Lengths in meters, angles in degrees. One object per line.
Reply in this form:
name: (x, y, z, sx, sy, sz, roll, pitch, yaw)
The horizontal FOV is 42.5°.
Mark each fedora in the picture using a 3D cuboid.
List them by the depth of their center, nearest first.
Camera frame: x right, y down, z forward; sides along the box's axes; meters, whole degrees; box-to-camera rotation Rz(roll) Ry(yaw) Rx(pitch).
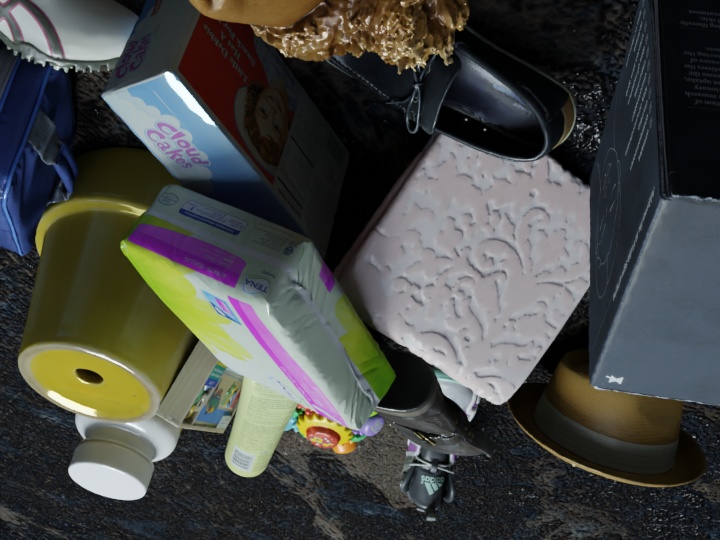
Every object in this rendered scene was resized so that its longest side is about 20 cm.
fedora: (0.245, 0.130, 0.899, 0.198, 0.201, 0.083, 14, 109, -1)

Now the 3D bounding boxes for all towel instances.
towel: (0.096, -0.012, 0.736, 0.199, 0.192, 0.032, 33, -176, -26)

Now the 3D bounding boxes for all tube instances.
tube: (-0.098, 0.145, 0.958, 0.052, 0.058, 0.201, 43, 140, 17)

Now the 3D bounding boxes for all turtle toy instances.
turtle toy: (-0.022, 0.131, 0.998, 0.144, 0.102, 0.200, 24, 142, -15)

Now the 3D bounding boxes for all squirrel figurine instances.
squirrel figurine: (-0.004, -0.212, 0.535, 0.184, 0.143, 0.200, -19, 139, 20)

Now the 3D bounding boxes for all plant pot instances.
plant pot: (-0.215, 0.024, 0.844, 0.198, 0.191, 0.202, 9, 143, 7)

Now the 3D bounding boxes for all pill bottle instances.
pill bottle: (-0.235, 0.132, 0.982, 0.110, 0.202, 0.112, 8, 143, 6)

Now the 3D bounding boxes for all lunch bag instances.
lunch bag: (-0.295, -0.096, 0.734, 0.131, 0.138, 0.200, 19, 164, -8)

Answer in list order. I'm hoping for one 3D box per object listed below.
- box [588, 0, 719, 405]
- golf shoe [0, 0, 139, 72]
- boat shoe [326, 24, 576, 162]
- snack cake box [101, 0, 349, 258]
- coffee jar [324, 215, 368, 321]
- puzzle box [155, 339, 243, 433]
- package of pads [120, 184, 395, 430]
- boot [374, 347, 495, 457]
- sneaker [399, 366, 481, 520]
box: (0.225, -0.049, 0.603, 0.122, 0.199, 0.201, 8, 144, 6)
golf shoe: (-0.240, -0.206, 0.649, 0.198, 0.078, 0.089, 19, 129, -17)
boat shoe: (0.054, -0.133, 0.638, 0.198, 0.062, 0.075, 27, 130, 4)
snack cake box: (-0.091, -0.106, 0.695, 0.066, 0.116, 0.200, -11, 137, 29)
coffee jar: (0.000, 0.000, 0.818, 0.197, 0.087, 0.104, 12, -177, 1)
puzzle box: (-0.128, 0.091, 0.893, 0.025, 0.134, 0.200, 28, 172, 8)
package of pads: (-0.074, 0.031, 0.696, 0.153, 0.069, 0.201, 21, 156, 32)
boot: (0.016, 0.117, 0.851, 0.198, 0.070, 0.174, 19, 163, 29)
sneaker: (0.086, 0.206, 1.028, 0.077, 0.141, 0.201, 8, 144, 6)
